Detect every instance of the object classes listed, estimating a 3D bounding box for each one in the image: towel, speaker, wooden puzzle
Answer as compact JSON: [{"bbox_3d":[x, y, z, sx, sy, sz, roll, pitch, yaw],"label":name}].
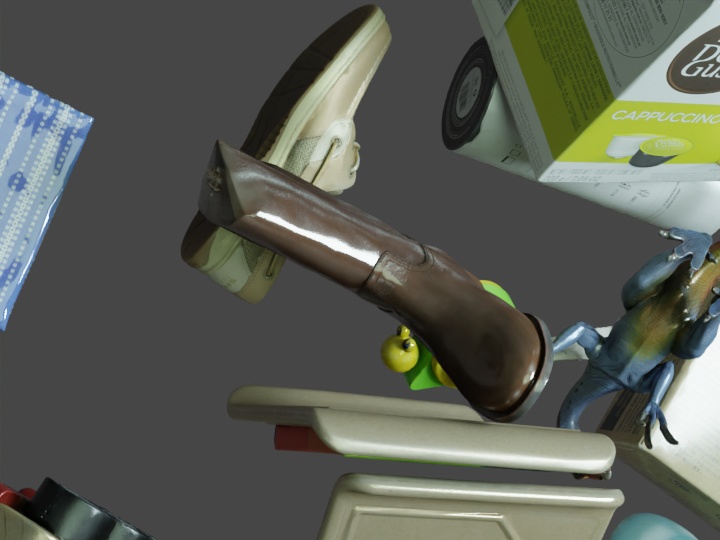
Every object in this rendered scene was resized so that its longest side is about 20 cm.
[{"bbox_3d":[-0.273,-0.070,0.938,0.198,0.024,0.146,26,82,-18],"label":"towel"},{"bbox_3d":[0.158,-0.086,1.065,0.198,0.081,0.082,18,84,-19],"label":"speaker"},{"bbox_3d":[0.029,0.100,0.954,0.183,0.200,0.038,7,88,-20],"label":"wooden puzzle"},{"bbox_3d":[0.048,0.197,0.990,0.183,0.037,0.202,6,127,-20],"label":"wooden puzzle"}]

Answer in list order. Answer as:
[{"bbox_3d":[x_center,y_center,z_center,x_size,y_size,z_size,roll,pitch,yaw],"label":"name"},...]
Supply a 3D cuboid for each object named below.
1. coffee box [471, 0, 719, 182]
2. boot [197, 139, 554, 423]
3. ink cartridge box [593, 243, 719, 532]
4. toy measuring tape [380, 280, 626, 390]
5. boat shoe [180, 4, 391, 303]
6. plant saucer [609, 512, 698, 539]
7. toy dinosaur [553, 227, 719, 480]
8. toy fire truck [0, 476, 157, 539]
[{"bbox_3d":[0.203,-0.189,0.972,0.198,0.198,0.202,-3,64,-30],"label":"coffee box"},{"bbox_3d":[0.000,0.000,0.898,0.199,0.186,0.065,31,96,-24],"label":"boot"},{"bbox_3d":[0.287,0.104,1.115,0.199,0.075,0.166,36,77,-16],"label":"ink cartridge box"},{"bbox_3d":[0.107,0.036,1.049,0.198,0.073,0.075,-7,92,-20],"label":"toy measuring tape"},{"bbox_3d":[-0.035,-0.075,1.004,0.064,0.071,0.201,35,89,-21],"label":"boat shoe"},{"bbox_3d":[0.218,0.258,1.052,0.199,0.027,0.202,31,50,-44],"label":"plant saucer"},{"bbox_3d":[0.191,0.057,1.033,0.199,0.182,0.105,-32,75,-31],"label":"toy dinosaur"},{"bbox_3d":[-0.225,0.163,0.906,0.199,0.176,0.130,26,79,25],"label":"toy fire truck"}]
